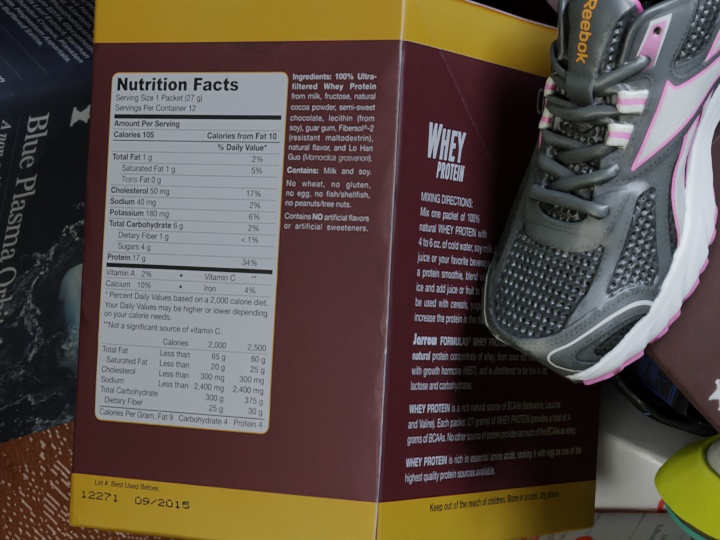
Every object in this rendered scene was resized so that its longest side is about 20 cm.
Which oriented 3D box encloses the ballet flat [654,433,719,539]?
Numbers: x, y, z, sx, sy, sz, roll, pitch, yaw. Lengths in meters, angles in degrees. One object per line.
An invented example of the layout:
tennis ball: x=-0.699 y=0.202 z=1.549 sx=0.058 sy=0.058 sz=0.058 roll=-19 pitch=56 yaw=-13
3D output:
ballet flat: x=0.177 y=0.089 z=0.880 sx=0.200 sy=0.066 sz=0.068 roll=-141 pitch=45 yaw=-59

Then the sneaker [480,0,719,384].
sneaker: x=0.090 y=-0.062 z=0.841 sx=0.080 sy=0.201 sz=0.086 roll=12 pitch=160 yaw=35

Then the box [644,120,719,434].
box: x=0.167 y=0.024 z=0.833 sx=0.075 sy=0.200 sz=0.100 roll=37 pitch=99 yaw=-33

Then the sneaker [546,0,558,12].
sneaker: x=0.122 y=-0.197 z=0.902 sx=0.146 sy=0.080 sz=0.202 roll=-6 pitch=102 yaw=40

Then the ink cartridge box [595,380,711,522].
ink cartridge box: x=0.074 y=0.096 z=1.067 sx=0.199 sy=0.084 sz=0.147 roll=24 pitch=123 yaw=20

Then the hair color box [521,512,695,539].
hair color box: x=0.119 y=0.148 z=0.951 sx=0.199 sy=0.102 sz=0.062 roll=-2 pitch=116 yaw=28

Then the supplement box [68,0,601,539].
supplement box: x=0.000 y=0.000 z=0.915 sx=0.132 sy=0.197 sz=0.202 roll=3 pitch=89 yaw=29

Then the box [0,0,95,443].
box: x=-0.147 y=-0.037 z=1.054 sx=0.117 sy=0.199 sz=0.198 roll=41 pitch=130 yaw=32

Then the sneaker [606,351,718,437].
sneaker: x=0.116 y=0.015 z=0.995 sx=0.199 sy=0.078 sz=0.070 roll=25 pitch=122 yaw=10
